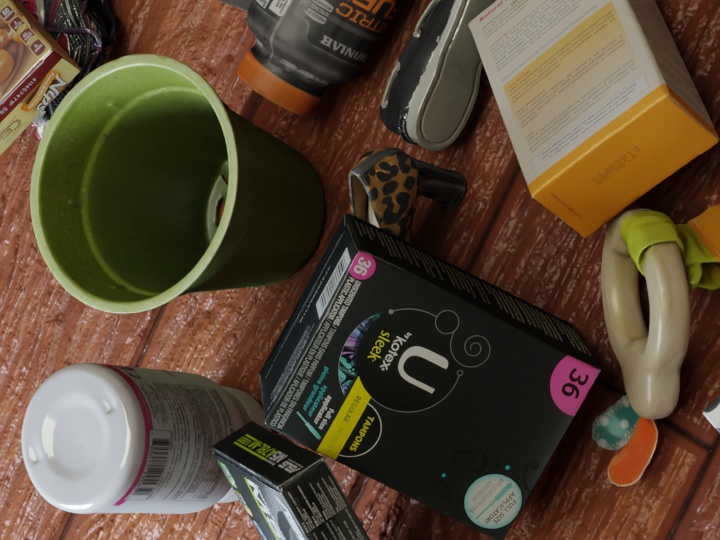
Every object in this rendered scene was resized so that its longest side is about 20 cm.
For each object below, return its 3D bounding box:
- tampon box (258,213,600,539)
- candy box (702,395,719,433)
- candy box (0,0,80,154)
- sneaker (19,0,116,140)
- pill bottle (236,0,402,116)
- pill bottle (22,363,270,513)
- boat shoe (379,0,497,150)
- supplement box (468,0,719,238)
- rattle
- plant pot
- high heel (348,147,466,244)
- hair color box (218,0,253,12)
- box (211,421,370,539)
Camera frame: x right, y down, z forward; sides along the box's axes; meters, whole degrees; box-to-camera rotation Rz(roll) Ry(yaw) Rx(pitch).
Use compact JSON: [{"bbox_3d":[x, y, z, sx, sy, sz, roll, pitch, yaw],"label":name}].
[{"bbox_3d":[0.047,0.076,1.514,0.200,0.126,0.150,26,101,-10],"label":"tampon box"},{"bbox_3d":[0.364,0.093,1.405,0.200,0.071,0.168,-48,63,17],"label":"candy box"},{"bbox_3d":[-0.346,-0.201,1.787,0.115,0.055,0.200,-45,63,4],"label":"candy box"},{"bbox_3d":[-0.249,-0.181,1.810,0.074,0.081,0.201,-17,75,27],"label":"sneaker"},{"bbox_3d":[-0.022,-0.225,1.661,0.106,0.106,0.200,38,105,29],"label":"pill bottle"},{"bbox_3d":[-0.164,0.136,1.638,0.113,0.200,0.114,-4,82,31],"label":"pill bottle"},{"bbox_3d":[0.078,-0.192,1.618,0.060,0.074,0.201,28,96,45],"label":"boat shoe"},{"bbox_3d":[0.168,-0.140,1.513,0.126,0.073,0.200,-37,43,23],"label":"supplement box"},{"bbox_3d":[0.244,0.049,1.510,0.130,0.142,0.201,10,109,60],"label":"rattle"},{"bbox_3d":[-0.129,-0.057,1.656,0.199,0.190,0.201,-4,82,30],"label":"plant pot"},{"bbox_3d":[0.000,0.000,1.597,0.071,0.142,0.201,28,99,31],"label":"high heel"},{"bbox_3d":[-0.117,-0.280,1.670,0.064,0.200,0.111,31,100,31],"label":"hair color box"},{"bbox_3d":[-0.025,0.216,1.530,0.047,0.193,0.200,-31,104,-12],"label":"box"}]
